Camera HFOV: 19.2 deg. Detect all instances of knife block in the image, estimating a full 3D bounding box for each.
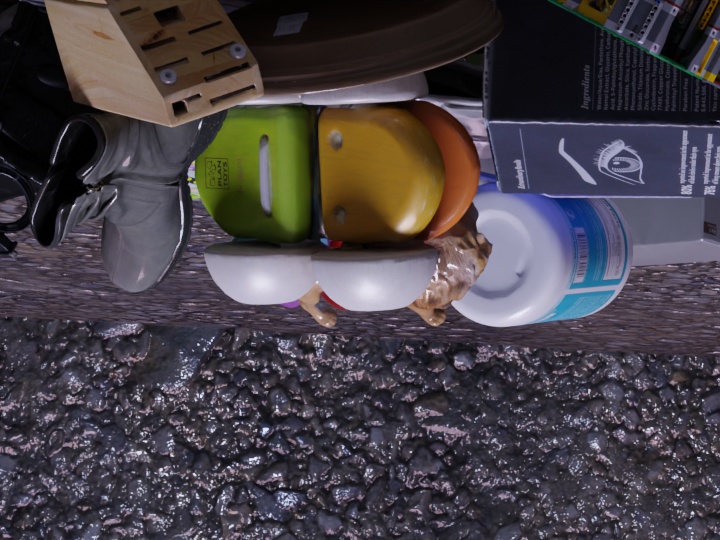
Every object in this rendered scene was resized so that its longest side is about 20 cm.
[{"bbox_3d":[-0.142,-0.129,1.298,0.064,0.200,0.176,-22,154,-23],"label":"knife block"}]

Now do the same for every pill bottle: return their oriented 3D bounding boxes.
[{"bbox_3d":[0.146,-0.014,1.683,0.111,0.111,0.200,-1,180,28],"label":"pill bottle"}]

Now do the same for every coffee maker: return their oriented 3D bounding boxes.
[{"bbox_3d":[-0.265,-0.103,1.483,0.200,0.192,0.135,-10,122,52],"label":"coffee maker"}]

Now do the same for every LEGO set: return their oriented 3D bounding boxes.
[{"bbox_3d":[0.173,-0.180,1.183,0.200,0.116,0.154,18,-167,-47],"label":"LEGO set"}]

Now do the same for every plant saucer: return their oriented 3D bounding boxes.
[{"bbox_3d":[-0.011,-0.150,1.325,0.199,0.030,0.200,-9,-160,3],"label":"plant saucer"}]

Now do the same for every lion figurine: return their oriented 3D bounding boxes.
[{"bbox_3d":[0.000,0.000,1.556,0.199,0.073,0.123,-7,165,8],"label":"lion figurine"}]

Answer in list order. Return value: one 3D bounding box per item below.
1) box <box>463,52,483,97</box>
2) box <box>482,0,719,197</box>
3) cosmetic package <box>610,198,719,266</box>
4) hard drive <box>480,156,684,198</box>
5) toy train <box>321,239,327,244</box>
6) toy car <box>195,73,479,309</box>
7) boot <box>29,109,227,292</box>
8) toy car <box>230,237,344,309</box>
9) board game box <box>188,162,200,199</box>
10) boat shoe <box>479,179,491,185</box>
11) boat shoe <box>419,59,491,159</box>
[{"bbox_3d":[0.177,-0.132,1.644,0.199,0.036,0.144,2,172,1],"label":"box"},{"bbox_3d":[0.185,-0.119,1.424,0.199,0.105,0.148,3,164,7],"label":"box"},{"bbox_3d":[0.267,-0.051,1.996,0.200,0.090,0.107,-7,167,39],"label":"cosmetic package"},{"bbox_3d":[0.150,-0.079,1.612,0.132,0.025,0.200,-1,-171,-22],"label":"hard drive"},{"bbox_3d":[-0.013,-0.048,1.686,0.200,0.056,0.150,18,149,37],"label":"toy train"},{"bbox_3d":[-0.012,-0.069,1.456,0.200,0.176,0.150,2,-171,33],"label":"toy car"},{"bbox_3d":[-0.168,-0.046,1.387,0.131,0.068,0.200,-32,155,-42],"label":"boot"},{"bbox_3d":[-0.044,-0.038,1.959,0.200,0.150,0.175,7,171,-26],"label":"toy car"},{"bbox_3d":[-0.143,-0.115,1.630,0.103,0.105,0.200,11,168,-41],"label":"board game box"},{"bbox_3d":[0.126,-0.077,1.767,0.200,0.071,0.091,0,143,-22],"label":"boat shoe"},{"bbox_3d":[0.022,-0.144,1.538,0.199,0.074,0.065,14,134,-13],"label":"boat shoe"}]
